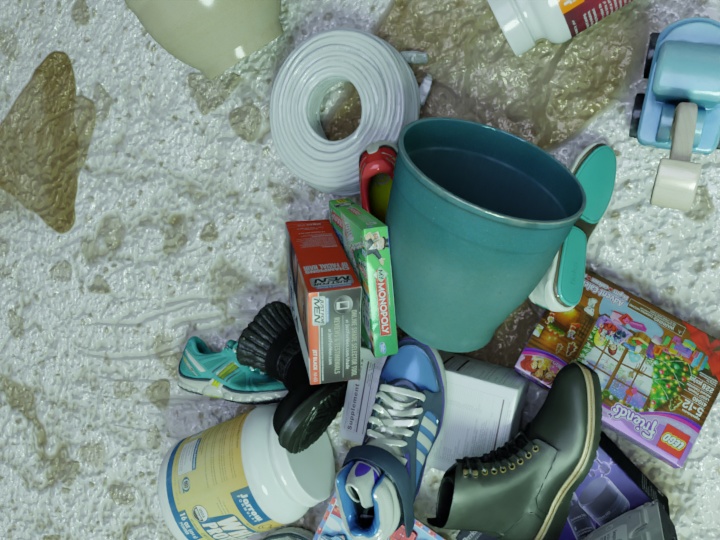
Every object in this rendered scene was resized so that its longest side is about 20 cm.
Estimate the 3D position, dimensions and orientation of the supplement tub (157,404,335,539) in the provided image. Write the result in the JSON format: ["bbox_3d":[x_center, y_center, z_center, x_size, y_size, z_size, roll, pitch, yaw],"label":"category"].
[{"bbox_3d":[-0.145,0.261,0.935,0.196,0.144,0.148,-25,83,20],"label":"supplement tub"}]

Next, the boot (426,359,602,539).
[{"bbox_3d":[0.155,0.184,0.736,0.134,0.077,0.206,12,96,-15],"label":"boot"}]

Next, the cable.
[{"bbox_3d":[-0.022,-0.197,0.916,0.195,0.069,0.206,19,98,20],"label":"cable"}]

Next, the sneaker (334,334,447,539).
[{"bbox_3d":[0.030,0.175,0.745,0.078,0.146,0.206,12,97,20],"label":"sneaker"}]

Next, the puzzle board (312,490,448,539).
[{"bbox_3d":[0.028,0.357,0.854,0.197,0.017,0.154,27,91,24],"label":"puzzle board"}]

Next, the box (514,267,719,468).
[{"bbox_3d":[0.285,0.099,0.796,0.197,0.039,0.139,30,83,18],"label":"box"}]

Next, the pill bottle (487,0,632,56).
[{"bbox_3d":[0.237,-0.323,0.788,0.197,0.112,0.115,-29,81,20],"label":"pill bottle"}]

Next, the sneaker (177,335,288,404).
[{"bbox_3d":[-0.164,0.135,0.981,0.194,0.077,0.082,8,85,21],"label":"sneaker"}]

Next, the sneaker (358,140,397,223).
[{"bbox_3d":[0.031,-0.048,0.864,0.075,0.086,0.205,-11,115,10],"label":"sneaker"}]

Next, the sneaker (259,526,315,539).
[{"bbox_3d":[-0.065,0.389,0.938,0.194,0.086,0.080,4,92,21],"label":"sneaker"}]

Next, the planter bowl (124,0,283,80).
[{"bbox_3d":[-0.179,-0.331,0.926,0.196,0.201,0.137,-24,110,20],"label":"planter bowl"}]

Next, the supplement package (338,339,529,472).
[{"bbox_3d":[0.088,0.158,0.859,0.195,0.109,0.117,14,96,20],"label":"supplement package"}]

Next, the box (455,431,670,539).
[{"bbox_3d":[0.226,0.281,0.827,0.141,0.078,0.201,45,106,17],"label":"box"}]

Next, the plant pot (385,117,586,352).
[{"bbox_3d":[0.108,-0.028,0.772,0.197,0.199,0.192,30,126,18],"label":"plant pot"}]

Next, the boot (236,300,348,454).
[{"bbox_3d":[-0.091,0.123,0.883,0.155,0.211,0.081,28,112,13],"label":"boot"}]

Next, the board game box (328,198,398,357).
[{"bbox_3d":[0.000,0.000,0.838,0.028,0.200,0.139,-8,105,-11],"label":"board game box"}]

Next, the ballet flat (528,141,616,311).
[{"bbox_3d":[0.228,-0.051,0.812,0.068,0.070,0.205,14,72,20],"label":"ballet flat"}]

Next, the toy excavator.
[{"bbox_3d":[0.315,-0.157,0.714,0.097,0.199,0.201,13,96,20],"label":"toy excavator"}]

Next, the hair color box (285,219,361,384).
[{"bbox_3d":[-0.047,0.029,0.851,0.062,0.201,0.114,-5,115,-12],"label":"hair color box"}]

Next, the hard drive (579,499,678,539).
[{"bbox_3d":[0.218,0.307,0.716,0.198,0.139,0.038,-37,82,18],"label":"hard drive"}]
